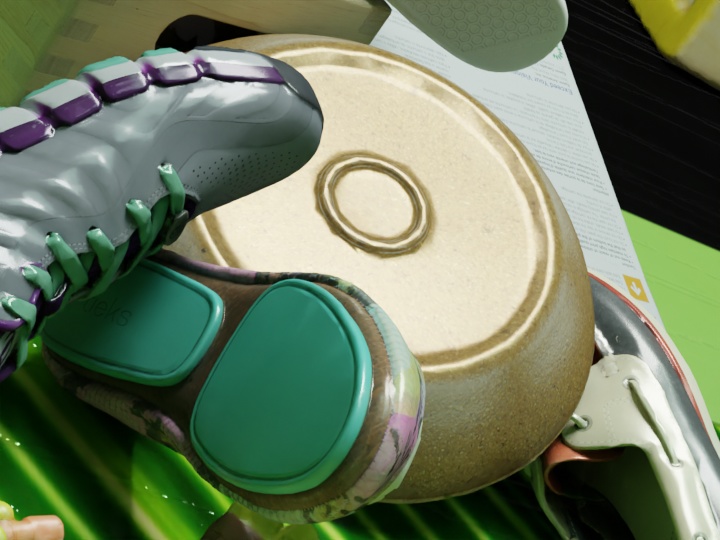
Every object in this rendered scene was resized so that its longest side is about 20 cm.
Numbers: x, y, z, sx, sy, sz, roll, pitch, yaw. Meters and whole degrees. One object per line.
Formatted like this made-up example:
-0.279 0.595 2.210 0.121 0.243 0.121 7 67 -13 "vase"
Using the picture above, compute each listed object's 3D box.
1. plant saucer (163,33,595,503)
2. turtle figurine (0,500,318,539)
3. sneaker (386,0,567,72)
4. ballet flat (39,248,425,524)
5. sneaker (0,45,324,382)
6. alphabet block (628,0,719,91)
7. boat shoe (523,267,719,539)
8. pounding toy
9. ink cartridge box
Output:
-0.001 -0.014 0.812 0.199 0.035 0.201 13 52 -17 "plant saucer"
-0.021 0.115 0.592 0.199 0.065 0.161 24 9 9 "turtle figurine"
0.005 -0.169 0.912 0.200 0.071 0.099 40 26 -34 "sneaker"
-0.027 0.037 0.671 0.071 0.069 0.200 37 -12 -32 "ballet flat"
-0.093 -0.002 0.664 0.199 0.075 0.088 -15 59 -22 "sneaker"
0.320 -0.222 1.642 0.199 0.196 0.197 25 22 -25 "alphabet block"
0.094 0.074 0.845 0.062 0.071 0.200 -5 54 -43 "boat shoe"
-0.086 -0.146 0.929 0.200 0.142 0.184 8 35 -51 "pounding toy"
0.040 -0.053 1.042 0.196 0.043 0.201 15 49 -43 "ink cartridge box"
